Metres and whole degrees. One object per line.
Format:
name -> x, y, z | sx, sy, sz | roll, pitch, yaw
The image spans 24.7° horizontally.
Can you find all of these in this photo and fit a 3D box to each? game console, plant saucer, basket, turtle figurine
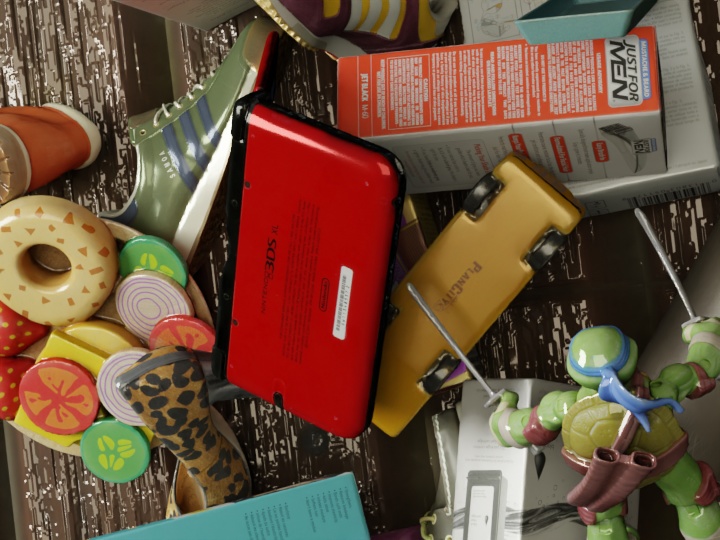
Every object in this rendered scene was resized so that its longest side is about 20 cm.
game console -> -0.029, -0.025, 1.046 | 0.172, 0.119, 0.200 | 24, 124, 26
plant saucer -> 0.148, -0.163, 1.031 | 0.070, 0.200, 0.019 | -3, 105, 17
basket -> 0.271, 0.032, 1.052 | 0.200, 0.180, 0.136 | -57, 36, 17
turtle figurine -> 0.157, 0.082, 0.986 | 0.144, 0.200, 0.194 | -31, 122, -15

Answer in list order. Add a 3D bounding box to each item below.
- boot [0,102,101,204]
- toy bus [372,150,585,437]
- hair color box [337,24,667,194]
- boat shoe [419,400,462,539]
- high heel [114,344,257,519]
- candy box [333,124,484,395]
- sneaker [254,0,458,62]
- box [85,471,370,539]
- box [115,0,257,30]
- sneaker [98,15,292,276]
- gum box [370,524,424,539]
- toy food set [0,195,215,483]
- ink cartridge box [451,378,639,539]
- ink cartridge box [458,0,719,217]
boot -> -0.284, -0.089, 1.234 | 0.200, 0.107, 0.075 | 7, 114, 40
toy bus -> 0.062, 0.015, 1.064 | 0.065, 0.078, 0.200 | 40, 109, 5
hair color box -> 0.094, -0.100, 1.056 | 0.199, 0.111, 0.064 | -3, 73, 12
boat shoe -> 0.073, 0.192, 1.138 | 0.060, 0.072, 0.202 | -12, 91, 10
high heel -> -0.138, 0.133, 1.147 | 0.071, 0.142, 0.200 | 51, 124, 39
candy box -> 0.000, 0.000, 1.165 | 0.116, 0.056, 0.200 | -19, 84, 14
sneaker -> -0.009, -0.190, 1.098 | 0.090, 0.200, 0.075 | -50, 61, 11
box -> -0.101, 0.184, 1.107 | 0.200, 0.082, 0.049 | -13, 84, -15
box -> -0.094, -0.251, 1.114 | 0.152, 0.200, 0.107 | -23, 86, 14
sneaker -> -0.126, -0.101, 1.190 | 0.090, 0.067, 0.201 | 24, 99, 8
gum box -> -0.054, 0.237, 1.150 | 0.200, 0.113, 0.066 | -15, 86, 15
toy food set -> -0.196, 0.051, 1.190 | 0.198, 0.049, 0.200 | 25, 113, -2
ink cartridge box -> 0.122, 0.176, 1.080 | 0.068, 0.116, 0.201 | -5, 78, 50
ink cartridge box -> 0.156, -0.138, 1.139 | 0.162, 0.057, 0.200 | -11, 67, 15
